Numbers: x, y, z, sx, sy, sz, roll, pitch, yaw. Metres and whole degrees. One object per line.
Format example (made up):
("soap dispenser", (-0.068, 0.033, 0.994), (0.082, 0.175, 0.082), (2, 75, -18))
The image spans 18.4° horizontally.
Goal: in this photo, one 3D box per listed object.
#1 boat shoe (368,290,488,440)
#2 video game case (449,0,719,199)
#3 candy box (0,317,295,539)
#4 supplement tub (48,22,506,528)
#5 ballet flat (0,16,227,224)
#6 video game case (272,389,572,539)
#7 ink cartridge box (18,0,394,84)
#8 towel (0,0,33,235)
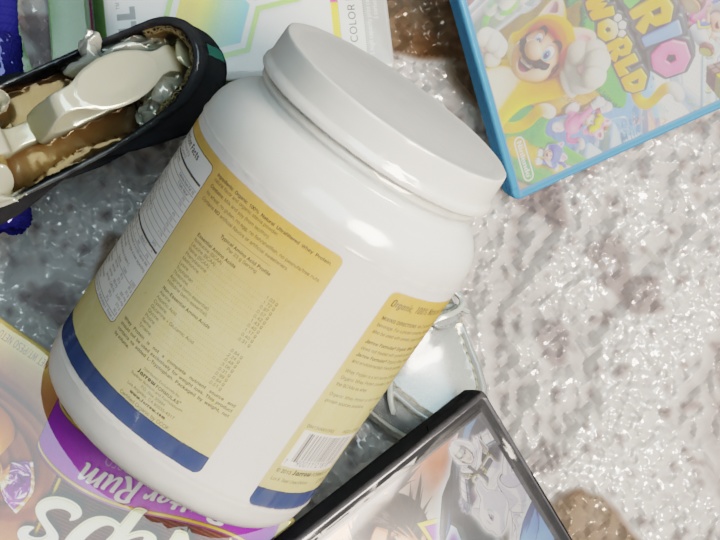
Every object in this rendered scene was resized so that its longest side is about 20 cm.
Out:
("boat shoe", (0.001, -0.001, 1.120), (0.074, 0.065, 0.203), (-27, 86, -14))
("video game case", (0.147, -0.140, 1.163), (0.199, 0.018, 0.144), (-24, 114, -14))
("candy box", (-0.146, 0.116, 1.075), (0.199, 0.056, 0.117), (35, 75, -2))
("supplement tub", (-0.037, 0.002, 1.027), (0.144, 0.144, 0.201), (35, 104, -3))
("ballet flat", (-0.156, -0.068, 1.047), (0.199, 0.073, 0.074), (-24, 85, -8))
("video game case", (0.027, 0.190, 1.080), (0.200, 0.025, 0.181), (-36, 103, -19))
("ink cartridge box", (-0.088, -0.140, 1.130), (0.198, 0.059, 0.105), (-5, 82, -11))
("towel", (-0.239, -0.110, 1.106), (0.146, 0.050, 0.202), (-4, 81, -4))
